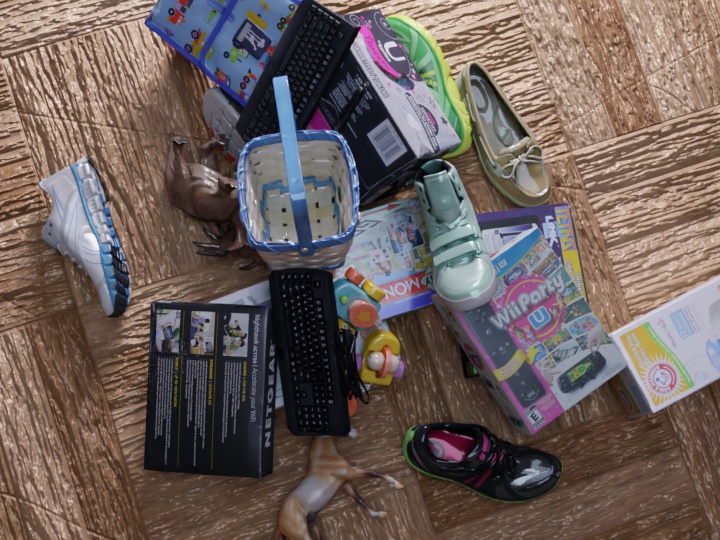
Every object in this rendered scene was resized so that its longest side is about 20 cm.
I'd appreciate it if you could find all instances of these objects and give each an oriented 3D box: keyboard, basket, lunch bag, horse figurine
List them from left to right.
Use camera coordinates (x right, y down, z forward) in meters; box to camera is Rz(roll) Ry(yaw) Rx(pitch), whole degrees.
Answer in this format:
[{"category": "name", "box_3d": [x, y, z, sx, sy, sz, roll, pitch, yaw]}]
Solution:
[{"category": "lunch bag", "box_3d": [-0.139, -0.299, 1.598, 0.200, 0.094, 0.151, 44, 113, 18]}, {"category": "basket", "box_3d": [-0.072, -0.099, 1.494, 0.138, 0.200, 0.177, -9, 62, 3]}, {"category": "keyboard", "box_3d": [-0.058, -0.208, 1.550, 0.127, 0.021, 0.200, 30, 118, -2]}, {"category": "keyboard", "box_3d": [-0.050, 0.097, 1.508, 0.103, 0.040, 0.201, -4, 103, 13]}, {"category": "horse figurine", "box_3d": [-0.042, 0.283, 1.581, 0.132, 0.050, 0.200, 34, 84, 13]}]

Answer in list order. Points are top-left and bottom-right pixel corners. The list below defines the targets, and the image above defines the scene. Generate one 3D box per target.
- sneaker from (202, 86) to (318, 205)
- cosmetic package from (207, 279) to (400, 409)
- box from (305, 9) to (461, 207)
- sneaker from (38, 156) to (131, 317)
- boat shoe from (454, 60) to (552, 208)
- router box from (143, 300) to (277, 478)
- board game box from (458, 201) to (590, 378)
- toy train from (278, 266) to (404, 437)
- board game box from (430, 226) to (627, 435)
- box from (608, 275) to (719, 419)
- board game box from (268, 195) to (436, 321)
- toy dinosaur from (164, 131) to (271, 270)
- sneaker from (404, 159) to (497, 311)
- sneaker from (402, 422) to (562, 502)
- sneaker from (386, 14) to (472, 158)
[{"category": "sneaker", "box_3d": [-0.113, -0.160, 1.654, 0.200, 0.077, 0.082, 47, 57, -1]}, {"category": "cosmetic package", "box_3d": [-0.070, 0.077, 1.618, 0.199, 0.052, 0.152, -21, 85, -10]}, {"category": "box", "box_3d": [0.007, -0.199, 1.616, 0.115, 0.132, 0.201, -25, 82, -54]}, {"category": "sneaker", "box_3d": [-0.339, -0.032, 1.603, 0.086, 0.075, 0.201, -19, 77, 1]}, {"category": "boat shoe", "box_3d": [0.182, -0.172, 1.680, 0.073, 0.063, 0.202, -25, 81, -10]}, {"category": "router box", "box_3d": [-0.176, 0.139, 1.556, 0.148, 0.051, 0.201, 3, 90, 14]}, {"category": "board game box", "box_3d": [0.198, 0.024, 1.655, 0.164, 0.057, 0.201, -7, 80, -10]}, {"category": "toy train", "box_3d": [-0.021, 0.100, 1.547, 0.149, 0.056, 0.201, -16, 112, -12]}, {"category": "board game box", "box_3d": [0.200, 0.073, 1.580, 0.147, 0.064, 0.201, -34, 92, -10]}, {"category": "box", "box_3d": [0.405, 0.091, 1.642, 0.199, 0.101, 0.113, -25, 83, -10]}, {"category": "board game box", "box_3d": [0.000, 0.000, 1.601, 0.199, 0.029, 0.135, -18, 82, -12]}, {"category": "toy dinosaur", "box_3d": [-0.189, -0.087, 1.622, 0.200, 0.136, 0.086, 35, 34, 21]}, {"category": "sneaker", "box_3d": [0.099, -0.046, 1.520, 0.073, 0.201, 0.119, -21, 126, 8]}, {"category": "sneaker", "box_3d": [0.150, 0.231, 1.595, 0.199, 0.084, 0.077, 11, 70, -5]}, {"category": "sneaker", "box_3d": [0.073, -0.234, 1.676, 0.083, 0.074, 0.201, -24, 84, -14]}]
